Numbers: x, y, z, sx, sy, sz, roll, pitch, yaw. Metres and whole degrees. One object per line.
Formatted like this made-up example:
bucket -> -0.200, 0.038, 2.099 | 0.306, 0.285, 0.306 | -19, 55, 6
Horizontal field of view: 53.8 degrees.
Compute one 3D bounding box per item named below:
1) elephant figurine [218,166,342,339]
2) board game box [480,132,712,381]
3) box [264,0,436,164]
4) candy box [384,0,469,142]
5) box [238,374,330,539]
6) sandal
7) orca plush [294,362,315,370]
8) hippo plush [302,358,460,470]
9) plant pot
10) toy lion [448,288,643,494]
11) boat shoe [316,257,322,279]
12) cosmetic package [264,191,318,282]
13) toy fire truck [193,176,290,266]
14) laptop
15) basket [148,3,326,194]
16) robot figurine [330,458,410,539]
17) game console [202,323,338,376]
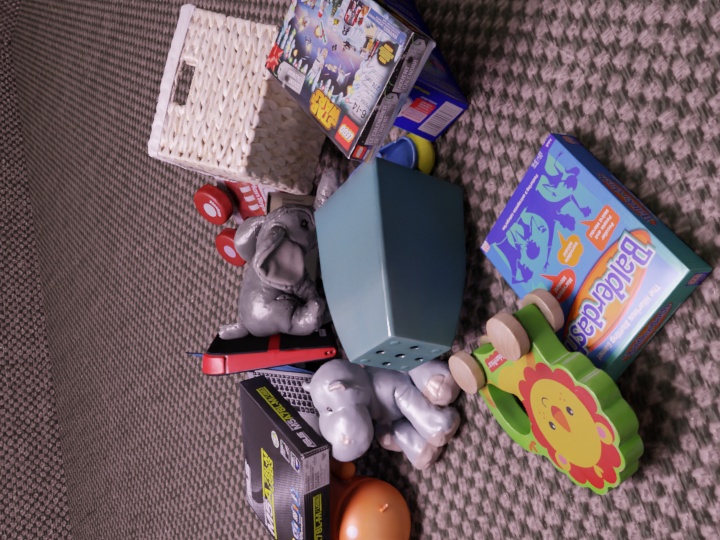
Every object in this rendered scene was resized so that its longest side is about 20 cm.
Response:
elephant figurine -> -0.105, -0.024, 0.951 | 0.138, 0.155, 0.206 | 4, 110, 26
board game box -> 0.221, -0.013, 0.707 | 0.201, 0.044, 0.154 | 56, 133, 35
box -> -0.020, -0.228, 0.754 | 0.201, 0.039, 0.139 | 50, 121, 36
candy box -> 0.025, -0.274, 0.860 | 0.077, 0.167, 0.204 | -37, 60, 32
box -> -0.102, 0.272, 0.942 | 0.192, 0.047, 0.205 | 30, 126, 50
sandal -> 0.013, -0.114, 0.956 | 0.201, 0.085, 0.081 | -51, 54, 43
orca plush -> -0.119, 0.104, 1.181 | 0.201, 0.070, 0.106 | 51, 174, 45
hippo plush -> 0.023, 0.154, 0.885 | 0.158, 0.158, 0.206 | -17, 78, 52
plant pot -> 0.038, 0.004, 0.839 | 0.141, 0.139, 0.205 | -36, 49, 47
toy lion -> 0.188, 0.132, 0.712 | 0.194, 0.068, 0.201 | 58, 158, 14
boat shoe -> 0.000, 0.000, 0.993 | 0.199, 0.069, 0.072 | 37, 120, 56
cosmetic package -> -0.111, -0.004, 1.078 | 0.104, 0.085, 0.205 | -103, 19, -63
toy fire truck -> -0.161, -0.093, 1.151 | 0.165, 0.113, 0.203 | 7, 132, 37
laptop -> -0.142, 0.198, 1.076 | 0.184, 0.115, 0.205 | -1, 109, 40
basket -> -0.147, -0.216, 0.953 | 0.157, 0.199, 0.203 | 17, 94, 23
robot figurine -> -0.010, 0.340, 0.973 | 0.198, 0.115, 0.147 | -11, 60, 53
game console -> -0.120, 0.104, 0.968 | 0.200, 0.172, 0.032 | -135, 42, -82
